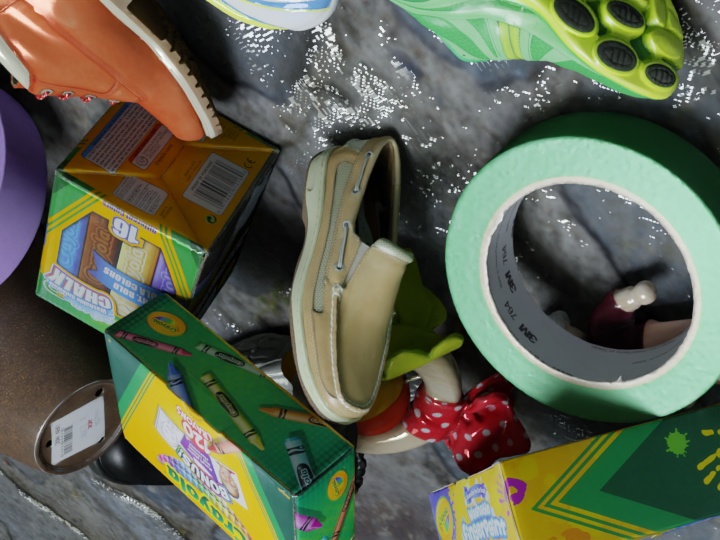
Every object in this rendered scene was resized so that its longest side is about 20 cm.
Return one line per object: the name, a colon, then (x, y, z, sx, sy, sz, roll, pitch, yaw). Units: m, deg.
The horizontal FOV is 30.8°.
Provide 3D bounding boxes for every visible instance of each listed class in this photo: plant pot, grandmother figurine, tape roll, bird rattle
plant pot: (-0.283, 0.071, 1.072, 0.200, 0.186, 0.188, 39, 148, 30)
grandmother figurine: (0.202, 0.056, 0.910, 0.198, 0.061, 0.122, -2, 122, 30)
tape roll: (0.153, 0.000, 0.845, 0.199, 0.048, 0.202, 15, 123, 24)
bird rattle: (0.031, 0.085, 0.998, 0.162, 0.113, 0.200, -17, 137, 18)
tape roll: (-0.345, -0.066, 1.008, 0.198, 0.202, 0.066, 13, 169, 20)

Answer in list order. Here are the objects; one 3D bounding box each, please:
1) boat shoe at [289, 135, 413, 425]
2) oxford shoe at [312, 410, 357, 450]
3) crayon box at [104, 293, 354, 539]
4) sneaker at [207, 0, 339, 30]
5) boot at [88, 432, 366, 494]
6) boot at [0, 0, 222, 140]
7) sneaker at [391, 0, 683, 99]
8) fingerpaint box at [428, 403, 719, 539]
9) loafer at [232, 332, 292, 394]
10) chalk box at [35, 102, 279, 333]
boat shoe: (0.000, 0.000, 0.874, 0.076, 0.202, 0.071, -18, 154, 37)
oxford shoe: (-0.048, 0.153, 0.988, 0.084, 0.073, 0.200, 17, 150, 2)
crayon box: (-0.091, 0.119, 0.910, 0.199, 0.058, 0.119, 35, 144, 31)
sneaker: (-0.109, -0.201, 0.784, 0.199, 0.105, 0.076, 29, 112, 3)
boot: (-0.113, 0.154, 1.122, 0.210, 0.080, 0.157, 6, 179, -44)
boot: (-0.174, -0.142, 0.874, 0.107, 0.075, 0.200, -36, 133, 6)
sneaker: (0.095, -0.156, 0.756, 0.199, 0.075, 0.084, 25, 166, 2)
fingerpaint box: (0.154, 0.162, 0.918, 0.165, 0.074, 0.200, -12, 167, -14)
loafer: (-0.053, 0.091, 1.096, 0.199, 0.070, 0.070, -8, 119, 37)
chalk box: (-0.162, -0.023, 1.000, 0.123, 0.125, 0.200, 29, 140, 1)
